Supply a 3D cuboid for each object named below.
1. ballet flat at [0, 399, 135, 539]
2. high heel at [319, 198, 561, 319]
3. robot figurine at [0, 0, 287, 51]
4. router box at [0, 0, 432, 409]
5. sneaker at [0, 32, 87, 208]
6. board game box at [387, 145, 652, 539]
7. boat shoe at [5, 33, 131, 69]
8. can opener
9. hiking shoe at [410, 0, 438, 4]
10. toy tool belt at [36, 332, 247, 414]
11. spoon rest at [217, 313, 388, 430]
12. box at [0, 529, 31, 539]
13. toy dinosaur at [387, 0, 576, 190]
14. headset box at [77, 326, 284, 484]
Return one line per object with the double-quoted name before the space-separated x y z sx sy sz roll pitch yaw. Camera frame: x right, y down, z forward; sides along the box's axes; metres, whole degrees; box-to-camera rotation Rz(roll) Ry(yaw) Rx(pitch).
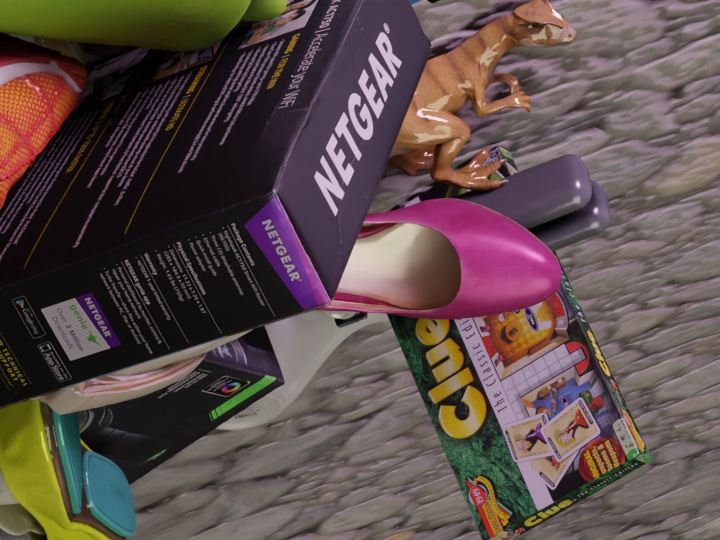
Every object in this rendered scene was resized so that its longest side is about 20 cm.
"ballet flat" -0.161 0.102 1.137 0.067 0.067 0.200 -8 157 2
"high heel" 0.000 0.000 1.169 0.096 0.199 0.068 -55 157 -66
"robot figurine" -0.108 -0.143 0.833 0.199 0.117 0.175 4 166 -27
"router box" -0.063 -0.038 0.866 0.148 0.200 0.051 -18 116 23
"sneaker" -0.153 -0.047 0.831 0.200 0.073 0.078 -57 164 -70
"board game box" 0.076 0.041 1.271 0.105 0.201 0.023 -34 154 22
"boat shoe" -0.103 -0.079 1.057 0.076 0.072 0.200 -16 150 19
"can opener" 0.037 -0.020 1.245 0.199 0.067 0.053 -17 144 23
"hiking shoe" -0.027 -0.131 0.985 0.199 0.075 0.087 -11 148 -24
"toy tool belt" -0.151 0.002 1.016 0.199 0.126 0.123 -2 177 -40
"spoon rest" -0.031 0.054 1.395 0.199 0.061 0.100 -8 153 -1
"box" -0.274 0.151 1.318 0.124 0.098 0.200 -35 153 26
"toy dinosaur" 0.021 -0.075 1.184 0.200 0.061 0.106 -35 142 3
"headset box" -0.165 0.051 1.215 0.174 0.093 0.200 -33 154 23
